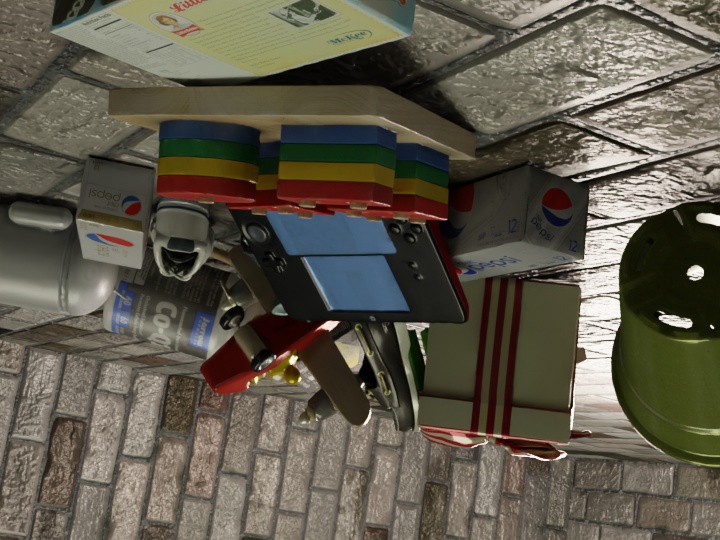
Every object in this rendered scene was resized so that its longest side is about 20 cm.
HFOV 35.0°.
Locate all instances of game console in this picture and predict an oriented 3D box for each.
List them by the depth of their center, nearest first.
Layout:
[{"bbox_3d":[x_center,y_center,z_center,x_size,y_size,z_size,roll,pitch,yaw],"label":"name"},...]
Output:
[{"bbox_3d":[-0.015,-0.021,0.998,0.197,0.031,0.179,0,128,34],"label":"game console"}]

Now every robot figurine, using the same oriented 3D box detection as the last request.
[{"bbox_3d":[-0.367,-0.012,1.327,0.196,0.114,0.171,10,139,-4],"label":"robot figurine"}]

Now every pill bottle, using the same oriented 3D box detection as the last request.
[{"bbox_3d":[-0.214,0.047,1.438,0.196,0.116,0.114,16,168,-1],"label":"pill bottle"}]

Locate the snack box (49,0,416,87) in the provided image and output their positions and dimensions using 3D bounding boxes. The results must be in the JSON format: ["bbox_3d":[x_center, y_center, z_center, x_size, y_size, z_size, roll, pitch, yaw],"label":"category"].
[{"bbox_3d":[-0.076,-0.150,0.645,0.115,0.038,0.198,17,166,-41],"label":"snack box"}]

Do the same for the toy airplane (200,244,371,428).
[{"bbox_3d":[-0.075,0.075,1.306,0.195,0.203,0.142,14,142,-8],"label":"toy airplane"}]

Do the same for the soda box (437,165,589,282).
[{"bbox_3d":[0.109,-0.035,0.987,0.067,0.065,0.199,13,168,-25],"label":"soda box"}]

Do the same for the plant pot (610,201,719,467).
[{"bbox_3d":[0.295,0.039,0.972,0.197,0.203,0.190,3,154,26],"label":"plant pot"}]

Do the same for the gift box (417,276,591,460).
[{"bbox_3d":[0.166,0.106,1.258,0.181,0.191,0.200,5,177,17],"label":"gift box"}]

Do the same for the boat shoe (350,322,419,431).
[{"bbox_3d":[0.026,0.102,1.234,0.059,0.072,0.204,-15,129,-4],"label":"boat shoe"}]

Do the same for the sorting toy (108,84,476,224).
[{"bbox_3d":[-0.042,-0.075,0.797,0.195,0.071,0.199,4,179,23],"label":"sorting toy"}]

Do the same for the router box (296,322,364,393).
[{"bbox_3d":[-0.031,0.089,1.506,0.156,0.053,0.200,-31,164,0],"label":"router box"}]

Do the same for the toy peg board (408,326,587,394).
[{"bbox_3d":[0.160,0.106,1.532,0.197,0.100,0.199,-19,-174,-37],"label":"toy peg board"}]

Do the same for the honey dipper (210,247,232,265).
[{"bbox_3d":[-0.149,-0.009,1.374,0.038,0.039,0.199,-2,162,42],"label":"honey dipper"}]

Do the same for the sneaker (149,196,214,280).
[{"bbox_3d":[-0.194,-0.025,1.211,0.072,0.072,0.200,10,164,-3],"label":"sneaker"}]

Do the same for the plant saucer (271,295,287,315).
[{"bbox_3d":[0.000,0.000,1.169,0.196,0.037,0.200,-16,172,-2],"label":"plant saucer"}]

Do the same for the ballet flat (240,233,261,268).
[{"bbox_3d":[-0.073,-0.039,1.114,0.073,0.076,0.199,13,164,-21],"label":"ballet flat"}]

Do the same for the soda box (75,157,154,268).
[{"bbox_3d":[-0.249,-0.054,1.164,0.067,0.065,0.200,10,168,-10],"label":"soda box"}]
